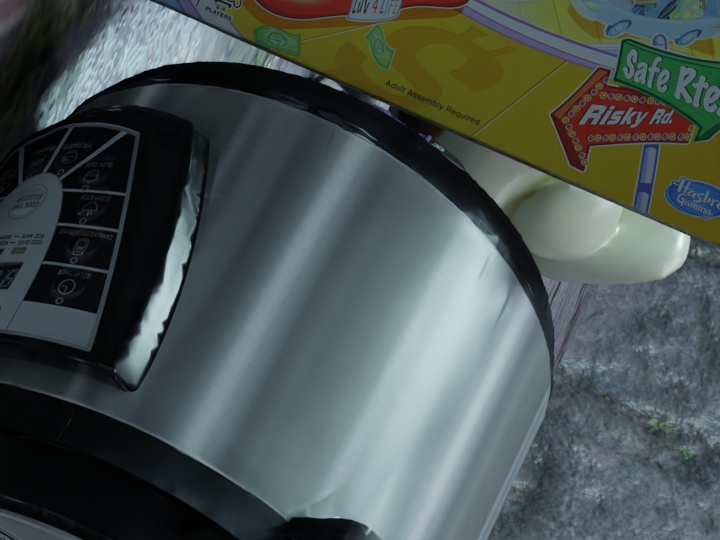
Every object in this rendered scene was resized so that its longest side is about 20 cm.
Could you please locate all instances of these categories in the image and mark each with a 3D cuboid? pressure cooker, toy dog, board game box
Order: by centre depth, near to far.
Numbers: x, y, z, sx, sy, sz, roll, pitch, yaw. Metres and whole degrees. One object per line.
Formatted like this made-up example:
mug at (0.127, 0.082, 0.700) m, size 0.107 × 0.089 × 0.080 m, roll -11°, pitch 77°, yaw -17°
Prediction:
pressure cooker at (-0.051, 0.064, 0.624) m, size 0.176 × 0.178 × 0.201 m, roll 106°, pitch 11°, yaw -55°
board game box at (0.041, -0.107, 0.651) m, size 0.034 × 0.199 × 0.135 m, roll 7°, pitch 107°, yaw -80°
toy dog at (0.073, -0.108, 1.054) m, size 0.201 × 0.193 × 0.140 m, roll 87°, pitch -1°, yaw -49°

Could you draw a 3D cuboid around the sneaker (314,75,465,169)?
sneaker at (0.000, 0.000, 1.039) m, size 0.200 × 0.087 × 0.076 m, roll 99°, pitch 17°, yaw -60°
